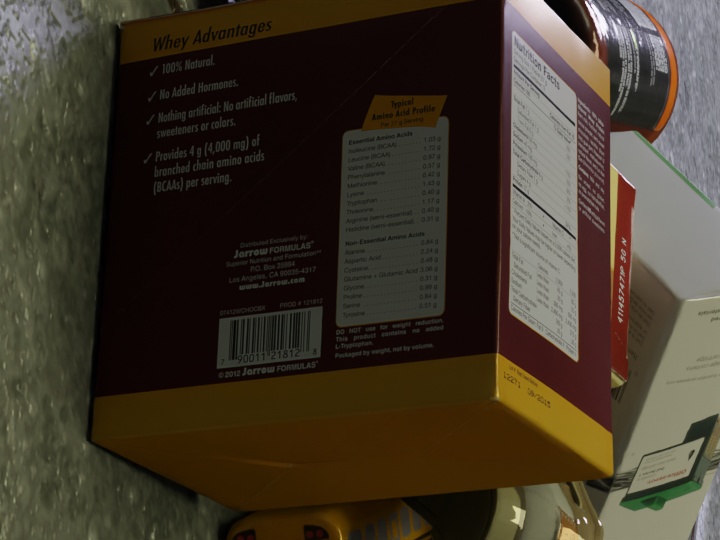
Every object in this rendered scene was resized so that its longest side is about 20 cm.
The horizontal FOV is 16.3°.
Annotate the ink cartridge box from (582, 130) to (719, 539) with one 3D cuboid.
[{"bbox_3d":[0.125,0.050,1.325,0.084,0.146,0.201,-8,130,-33],"label":"ink cartridge box"}]

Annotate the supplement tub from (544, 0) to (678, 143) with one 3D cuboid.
[{"bbox_3d":[0.119,-0.112,1.447,0.200,0.106,0.108,4,81,-66],"label":"supplement tub"}]

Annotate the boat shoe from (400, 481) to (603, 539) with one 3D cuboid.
[{"bbox_3d":[0.066,0.102,1.274,0.075,0.068,0.200,-64,-160,19],"label":"boat shoe"}]

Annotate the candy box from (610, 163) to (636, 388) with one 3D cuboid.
[{"bbox_3d":[0.037,0.019,1.248,0.055,0.199,0.116,40,45,-39],"label":"candy box"}]

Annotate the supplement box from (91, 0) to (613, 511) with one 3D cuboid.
[{"bbox_3d":[0.000,-0.011,1.134,0.133,0.196,0.201,35,52,-57],"label":"supplement box"}]

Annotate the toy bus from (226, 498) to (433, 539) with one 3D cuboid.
[{"bbox_3d":[-0.017,0.153,1.270,0.200,0.065,0.079,-12,97,-72],"label":"toy bus"}]
